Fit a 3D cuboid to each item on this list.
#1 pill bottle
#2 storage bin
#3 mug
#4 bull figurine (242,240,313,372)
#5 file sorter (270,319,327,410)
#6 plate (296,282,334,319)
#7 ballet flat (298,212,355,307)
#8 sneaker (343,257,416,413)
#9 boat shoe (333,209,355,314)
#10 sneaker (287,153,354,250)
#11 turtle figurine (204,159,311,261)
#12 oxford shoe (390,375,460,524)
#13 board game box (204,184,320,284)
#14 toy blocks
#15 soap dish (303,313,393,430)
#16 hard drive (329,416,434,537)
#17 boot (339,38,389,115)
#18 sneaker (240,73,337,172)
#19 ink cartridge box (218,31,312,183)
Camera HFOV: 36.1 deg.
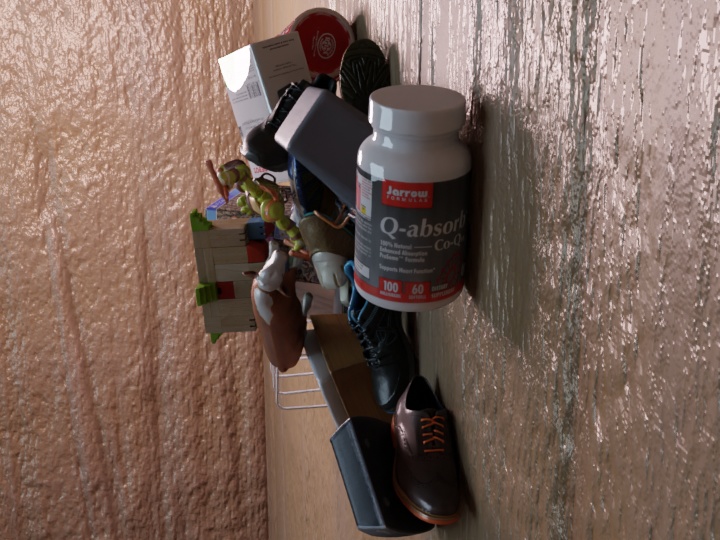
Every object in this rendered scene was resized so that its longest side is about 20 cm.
[{"bbox_3d":[0.051,-0.072,1.092,0.116,0.114,0.203,-114,22,-63],"label":"pill bottle"},{"bbox_3d":[-0.029,-0.139,1.318,0.147,0.133,0.200,-55,13,3],"label":"storage bin"},{"bbox_3d":[-0.071,-0.318,1.755,0.180,0.132,0.200,67,166,-3],"label":"mug"},{"bbox_3d":[-0.107,0.038,1.467,0.122,0.064,0.203,-70,-17,-49],"label":"bull figurine"},{"bbox_3d":[-0.108,0.145,2.053,0.201,0.122,0.141,-107,17,-53],"label":"file sorter"},{"bbox_3d":[-0.088,0.010,1.766,0.033,0.197,0.201,-58,26,24],"label":"plate"},{"bbox_3d":[-0.019,0.004,1.421,0.200,0.067,0.073,47,-133,-50],"label":"ballet flat"},{"bbox_3d":[0.017,0.078,1.383,0.073,0.081,0.204,-12,82,52],"label":"sneaker"},{"bbox_3d":[0.000,0.000,1.561,0.067,0.071,0.203,24,124,37],"label":"boat shoe"},{"bbox_3d":[-0.068,-0.083,1.467,0.087,0.075,0.203,15,131,45],"label":"sneaker"},{"bbox_3d":[-0.135,-0.099,1.424,0.065,0.199,0.161,-50,29,0],"label":"turtle figurine"},{"bbox_3d":[0.070,0.193,1.208,0.201,0.070,0.074,-109,23,-58],"label":"oxford shoe"},{"bbox_3d":[-0.111,-0.059,1.657,0.160,0.196,0.099,-49,-38,-65],"label":"board game box"},{"bbox_3d":[-0.159,0.006,1.566,0.100,0.134,0.204,-74,-20,-71],"label":"toy blocks"},{"bbox_3d":[-0.013,0.157,1.517,0.200,0.080,0.159,-118,5,-68],"label":"soap dish"},{"bbox_3d":[0.025,0.238,1.252,0.200,0.042,0.137,33,-144,-68],"label":"hard drive"},{"bbox_3d":[-0.008,-0.217,1.539,0.200,0.065,0.179,-166,74,-81],"label":"boot"},{"bbox_3d":[-0.093,-0.202,1.464,0.200,0.075,0.092,-51,-15,-49],"label":"sneaker"},{"bbox_3d":[-0.127,-0.238,1.655,0.145,0.083,0.203,3,112,62],"label":"ink cartridge box"}]
